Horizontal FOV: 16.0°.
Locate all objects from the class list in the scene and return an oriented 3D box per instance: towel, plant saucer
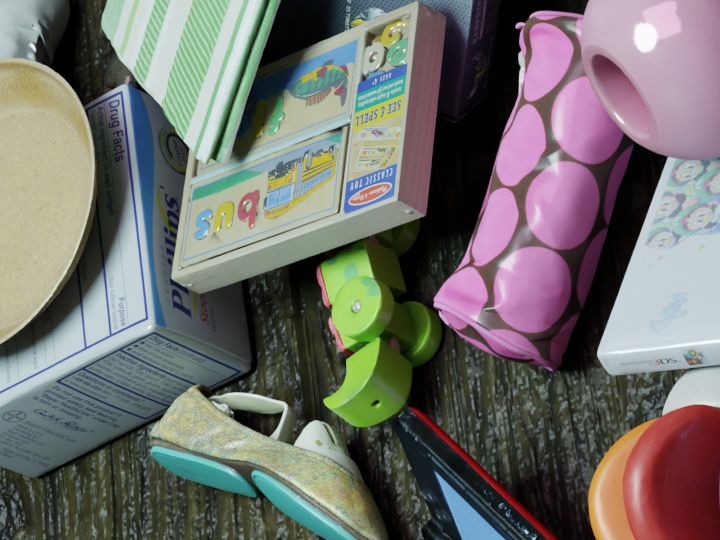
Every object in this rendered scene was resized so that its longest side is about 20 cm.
[{"bbox_3d":[-0.105,-0.173,1.600,0.200,0.023,0.153,50,127,51],"label":"towel"},{"bbox_3d":[-0.236,-0.036,1.639,0.199,0.035,0.201,-14,66,33],"label":"plant saucer"}]

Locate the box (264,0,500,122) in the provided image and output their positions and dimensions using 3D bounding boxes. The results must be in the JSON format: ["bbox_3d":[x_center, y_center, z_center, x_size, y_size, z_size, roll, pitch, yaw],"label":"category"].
[{"bbox_3d":[0.012,-0.206,1.541,0.157,0.051,0.201,23,129,21],"label":"box"}]

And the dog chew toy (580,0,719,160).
[{"bbox_3d":[0.219,-0.149,1.400,0.200,0.125,0.125,-34,48,-13],"label":"dog chew toy"}]

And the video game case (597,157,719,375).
[{"bbox_3d":[0.233,-0.032,1.365,0.181,0.024,0.201,-8,43,36],"label":"video game case"}]

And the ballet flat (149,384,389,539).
[{"bbox_3d":[-0.048,0.115,1.553,0.199,0.071,0.071,19,84,42],"label":"ballet flat"}]

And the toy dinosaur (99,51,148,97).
[{"bbox_3d":[-0.135,-0.143,1.734,0.201,0.077,0.102,-61,21,14],"label":"toy dinosaur"}]

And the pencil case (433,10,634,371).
[{"bbox_3d":[0.104,-0.047,1.483,0.093,0.091,0.201,16,84,31],"label":"pencil case"}]

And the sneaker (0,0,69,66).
[{"bbox_3d":[-0.241,-0.130,1.773,0.088,0.075,0.200,4,44,31],"label":"sneaker"}]

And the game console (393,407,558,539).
[{"bbox_3d":[0.059,0.205,1.396,0.118,0.173,0.200,-37,48,-13],"label":"game console"}]

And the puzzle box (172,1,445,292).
[{"bbox_3d":[-0.033,-0.071,1.542,0.199,0.025,0.134,-19,56,42],"label":"puzzle box"}]

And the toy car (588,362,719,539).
[{"bbox_3d":[0.207,0.119,1.287,0.199,0.150,0.176,-5,68,37],"label":"toy car"}]

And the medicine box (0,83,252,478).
[{"bbox_3d":[-0.185,0.010,1.677,0.199,0.103,0.183,-26,57,27],"label":"medicine box"}]

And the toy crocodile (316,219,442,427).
[{"bbox_3d":[0.000,0.000,1.557,0.062,0.067,0.201,-27,57,28],"label":"toy crocodile"}]
